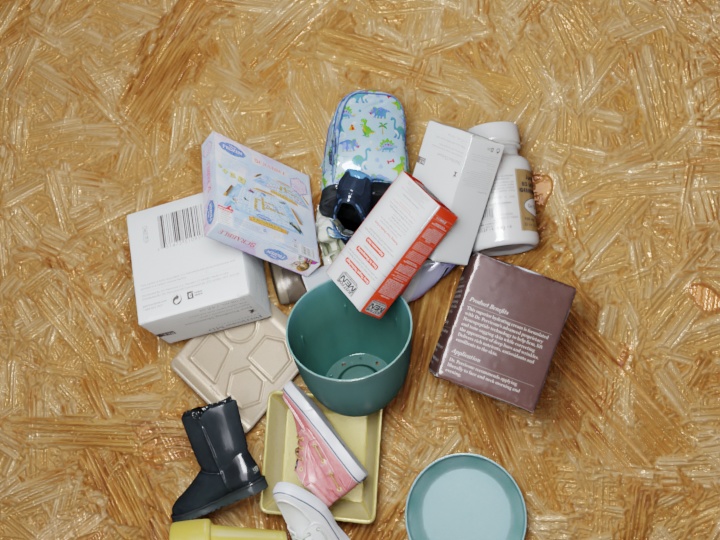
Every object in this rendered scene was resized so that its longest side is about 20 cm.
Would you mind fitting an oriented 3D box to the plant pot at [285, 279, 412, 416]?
[{"bbox_3d":[-0.011,0.137,1.596,0.197,0.162,0.203,-4,50,4],"label":"plant pot"}]

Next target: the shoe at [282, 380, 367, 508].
[{"bbox_3d":[-0.083,0.282,1.612,0.091,0.071,0.201,-39,82,1],"label":"shoe"}]

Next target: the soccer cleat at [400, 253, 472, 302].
[{"bbox_3d":[0.107,0.002,1.662,0.198,0.074,0.068,-28,44,-13],"label":"soccer cleat"}]

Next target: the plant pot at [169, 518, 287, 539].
[{"bbox_3d":[-0.205,0.497,1.608,0.186,0.201,0.204,-6,83,-6],"label":"plant pot"}]

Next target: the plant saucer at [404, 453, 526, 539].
[{"bbox_3d":[0.171,0.399,1.622,0.197,0.036,0.204,-1,84,11],"label":"plant saucer"}]

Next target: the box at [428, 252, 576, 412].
[{"bbox_3d":[0.218,0.096,1.568,0.164,0.164,0.203,21,88,2],"label":"box"}]

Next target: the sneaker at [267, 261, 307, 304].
[{"bbox_3d":[-0.127,-0.045,1.714,0.074,0.070,0.203,-12,85,-11],"label":"sneaker"}]

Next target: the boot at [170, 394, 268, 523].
[{"bbox_3d":[-0.260,0.315,1.665,0.198,0.076,0.170,-26,84,25],"label":"boot"}]

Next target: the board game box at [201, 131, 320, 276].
[{"bbox_3d":[-0.163,-0.108,1.620,0.041,0.198,0.202,-41,41,34],"label":"board game box"}]

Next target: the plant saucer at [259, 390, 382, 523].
[{"bbox_3d":[-0.062,0.309,1.666,0.197,0.048,0.204,3,84,10],"label":"plant saucer"}]

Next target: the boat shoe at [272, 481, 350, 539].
[{"bbox_3d":[-0.076,0.420,1.592,0.073,0.067,0.200,-16,125,40],"label":"boat shoe"}]

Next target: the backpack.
[{"bbox_3d":[0.013,-0.198,1.659,0.160,0.155,0.203,4,58,-3],"label":"backpack"}]

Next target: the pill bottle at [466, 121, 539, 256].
[{"bbox_3d":[0.225,-0.132,1.626,0.112,0.114,0.203,-7,81,9],"label":"pill bottle"}]

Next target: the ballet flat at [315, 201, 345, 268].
[{"bbox_3d":[-0.041,-0.035,1.682,0.071,0.072,0.203,-13,83,8],"label":"ballet flat"}]

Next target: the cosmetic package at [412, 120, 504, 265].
[{"bbox_3d":[0.138,-0.122,1.574,0.112,0.080,0.203,28,105,50],"label":"cosmetic package"}]

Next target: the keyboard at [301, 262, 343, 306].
[{"bbox_3d":[0.000,0.000,1.660,0.198,0.011,0.057,-21,84,-20],"label":"keyboard"}]

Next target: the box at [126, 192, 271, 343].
[{"bbox_3d":[-0.270,-0.008,1.674,0.196,0.131,0.203,-15,70,9],"label":"box"}]

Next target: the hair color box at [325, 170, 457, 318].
[{"bbox_3d":[0.046,-0.039,1.523,0.201,0.061,0.102,-51,54,11],"label":"hair color box"}]

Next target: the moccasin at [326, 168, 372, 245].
[{"bbox_3d":[-0.021,-0.083,1.576,0.079,0.201,0.069,14,62,13],"label":"moccasin"}]

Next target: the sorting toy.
[{"bbox_3d":[-0.200,0.148,1.716,0.185,0.036,0.200,41,88,11],"label":"sorting toy"}]
